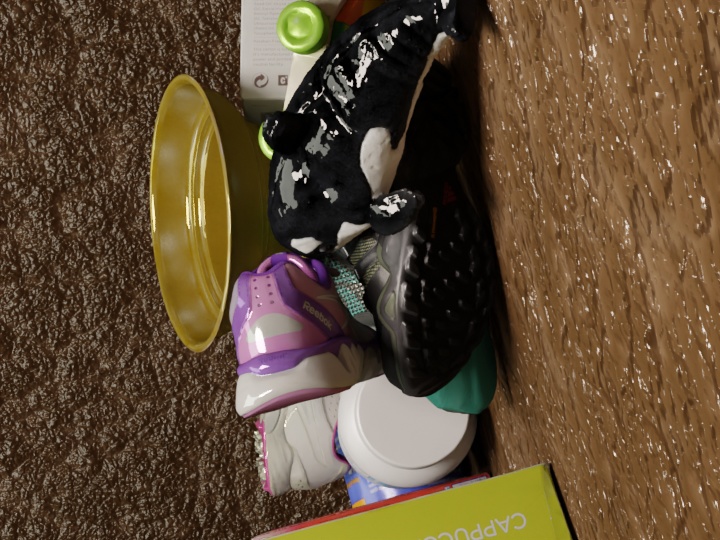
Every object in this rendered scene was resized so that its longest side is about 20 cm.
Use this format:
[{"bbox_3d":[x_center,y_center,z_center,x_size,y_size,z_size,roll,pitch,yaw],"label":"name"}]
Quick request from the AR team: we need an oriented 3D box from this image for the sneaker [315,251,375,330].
[{"bbox_3d":[0.000,0.000,0.887,0.200,0.077,0.092,12,120,51],"label":"sneaker"}]

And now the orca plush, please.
[{"bbox_3d":[-0.011,-0.070,0.615,0.200,0.071,0.106,-37,72,51],"label":"orca plush"}]

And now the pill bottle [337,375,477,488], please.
[{"bbox_3d":[0.035,0.118,0.967,0.200,0.108,0.109,100,155,-79],"label":"pill bottle"}]

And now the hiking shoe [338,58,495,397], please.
[{"bbox_3d":[0.019,-0.027,0.713,0.101,0.076,0.201,14,113,53],"label":"hiking shoe"}]

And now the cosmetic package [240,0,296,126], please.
[{"bbox_3d":[-0.054,-0.208,0.942,0.101,0.071,0.201,97,172,-77],"label":"cosmetic package"}]

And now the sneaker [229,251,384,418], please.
[{"bbox_3d":[-0.032,0.032,0.734,0.200,0.080,0.089,12,-120,-81],"label":"sneaker"}]

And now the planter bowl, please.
[{"bbox_3d":[-0.091,-0.043,0.899,0.200,0.083,0.201,176,90,-66],"label":"planter bowl"}]

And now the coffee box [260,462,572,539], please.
[{"bbox_3d":[0.042,0.256,0.738,0.198,0.199,0.201,86,169,-66],"label":"coffee box"}]

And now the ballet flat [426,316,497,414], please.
[{"bbox_3d":[0.041,-0.008,0.771,0.070,0.067,0.201,119,135,-65],"label":"ballet flat"}]

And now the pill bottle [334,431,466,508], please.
[{"bbox_3d":[0.043,0.197,1.124,0.112,0.112,0.201,87,168,-71],"label":"pill bottle"}]

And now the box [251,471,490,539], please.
[{"bbox_3d":[0.019,0.239,0.985,0.096,0.199,0.100,98,156,-76],"label":"box"}]

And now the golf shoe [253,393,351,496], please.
[{"bbox_3d":[-0.052,0.099,1.083,0.075,0.091,0.201,-126,35,-79],"label":"golf shoe"}]

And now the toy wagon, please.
[{"bbox_3d":[-0.020,-0.093,0.823,0.155,0.039,0.201,0,-80,-71],"label":"toy wagon"}]
